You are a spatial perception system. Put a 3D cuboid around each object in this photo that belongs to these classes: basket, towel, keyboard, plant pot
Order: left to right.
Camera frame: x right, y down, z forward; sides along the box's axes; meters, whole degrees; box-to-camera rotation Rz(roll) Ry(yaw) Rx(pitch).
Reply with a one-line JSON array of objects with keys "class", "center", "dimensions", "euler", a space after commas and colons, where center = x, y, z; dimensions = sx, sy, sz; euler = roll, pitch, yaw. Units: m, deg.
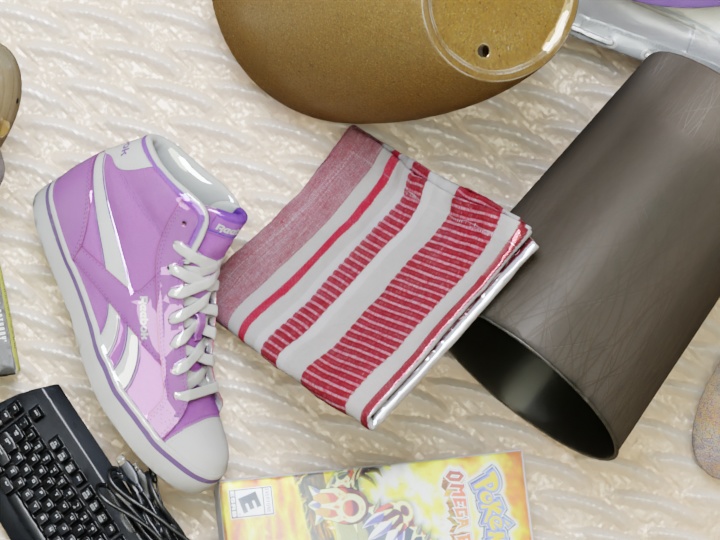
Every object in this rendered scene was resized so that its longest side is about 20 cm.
[{"class": "keyboard", "center": [-0.148, 0.154, 1.562], "dimensions": [0.104, 0.040, 0.200], "euler": [-37, 84, 16]}, {"class": "towel", "center": [0.000, 0.000, 1.543], "dimensions": [0.144, 0.200, 0.023], "euler": [-49, 124, -6]}, {"class": "plant pot", "center": [0.036, -0.163, 1.519], "dimensions": [0.186, 0.200, 0.187], "euler": [-4, 101, -22]}, {"class": "basket", "center": [0.150, -0.013, 1.568], "dimensions": [0.136, 0.180, 0.200], "euler": [36, 78, 15]}]

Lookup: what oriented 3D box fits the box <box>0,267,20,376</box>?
[{"class": "box", "center": [-0.299, 0.042, 1.574], "dimensions": [0.199, 0.050, 0.075], "euler": [-12, 88, -7]}]

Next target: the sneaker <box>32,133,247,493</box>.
[{"class": "sneaker", "center": [-0.102, 0.020, 1.558], "dimensions": [0.114, 0.073, 0.201], "euler": [-26, 87, 26]}]

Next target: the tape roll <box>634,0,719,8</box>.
[{"class": "tape roll", "center": [0.189, -0.248, 1.585], "dimensions": [0.199, 0.066, 0.201], "euler": [-1, 57, 2]}]

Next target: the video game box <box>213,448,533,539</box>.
[{"class": "video game box", "center": [0.016, 0.212, 1.591], "dimensions": [0.182, 0.047, 0.201], "euler": [-6, 81, -8]}]

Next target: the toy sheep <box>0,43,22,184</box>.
[{"class": "toy sheep", "center": [-0.277, -0.066, 1.545], "dimensions": [0.200, 0.138, 0.138], "euler": [-30, 90, 8]}]

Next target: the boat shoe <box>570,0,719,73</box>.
[{"class": "boat shoe", "center": [0.188, -0.138, 1.630], "dimensions": [0.200, 0.072, 0.069], "euler": [21, 113, -15]}]

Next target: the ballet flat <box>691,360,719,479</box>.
[{"class": "ballet flat", "center": [0.269, 0.041, 1.624], "dimensions": [0.068, 0.067, 0.200], "euler": [39, 84, -2]}]
